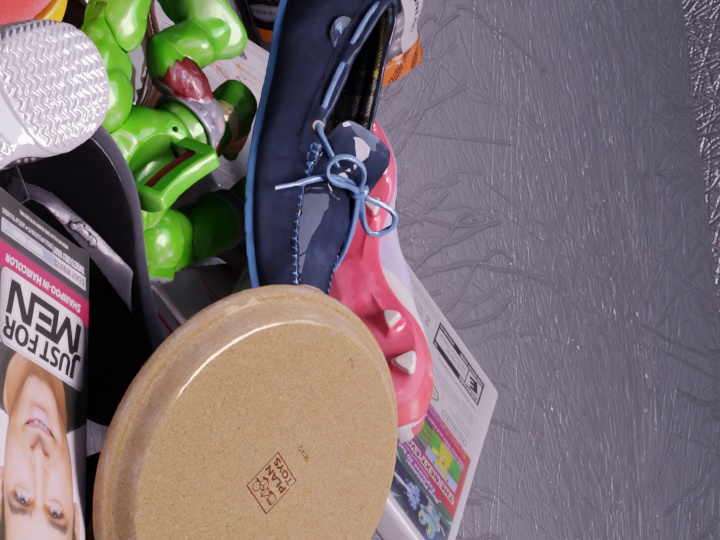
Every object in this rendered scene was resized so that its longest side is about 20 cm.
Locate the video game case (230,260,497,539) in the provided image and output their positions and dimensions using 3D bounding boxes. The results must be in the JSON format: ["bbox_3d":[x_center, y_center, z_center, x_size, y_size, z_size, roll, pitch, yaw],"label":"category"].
[{"bbox_3d":[0.004,0.052,1.389,0.200,0.023,0.183,55,29,-20],"label":"video game case"}]

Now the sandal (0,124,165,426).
[{"bbox_3d":[-0.141,-0.002,1.212,0.043,0.076,0.201,-65,142,-54],"label":"sandal"}]

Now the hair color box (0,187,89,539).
[{"bbox_3d":[-0.171,0.074,1.110,0.099,0.060,0.201,43,43,-62],"label":"hair color box"}]

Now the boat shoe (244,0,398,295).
[{"bbox_3d":[-0.018,-0.066,1.282,0.084,0.068,0.201,44,48,-66],"label":"boat shoe"}]

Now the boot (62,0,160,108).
[{"bbox_3d":[-0.160,-0.144,1.338,0.097,0.074,0.201,22,69,-39],"label":"boot"}]

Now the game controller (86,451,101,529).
[{"bbox_3d":[-0.085,0.176,1.304,0.042,0.104,0.201,-60,138,-51],"label":"game controller"}]

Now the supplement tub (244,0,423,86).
[{"bbox_3d":[-0.029,-0.225,1.644,0.123,0.122,0.201,-66,142,-59],"label":"supplement tub"}]

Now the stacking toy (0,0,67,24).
[{"bbox_3d":[-0.189,-0.146,1.176,0.201,0.145,0.147,88,6,-52],"label":"stacking toy"}]

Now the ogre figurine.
[{"bbox_3d":[-0.105,-0.077,1.261,0.120,0.098,0.201,-51,156,-38],"label":"ogre figurine"}]

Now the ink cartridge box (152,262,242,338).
[{"bbox_3d":[-0.073,0.060,1.392,0.117,0.067,0.200,52,16,10],"label":"ink cartridge box"}]

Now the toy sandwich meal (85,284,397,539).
[{"bbox_3d":[-0.066,0.100,1.196,0.204,0.070,0.206,-15,113,-37],"label":"toy sandwich meal"}]

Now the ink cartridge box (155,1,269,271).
[{"bbox_3d":[-0.080,-0.079,1.473,0.161,0.050,0.201,30,26,-47],"label":"ink cartridge box"}]

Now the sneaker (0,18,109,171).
[{"bbox_3d":[-0.219,-0.062,1.075,0.199,0.115,0.076,-16,95,-37],"label":"sneaker"}]

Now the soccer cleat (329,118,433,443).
[{"bbox_3d":[0.000,0.000,1.347,0.077,0.066,0.201,75,1,-59],"label":"soccer cleat"}]
